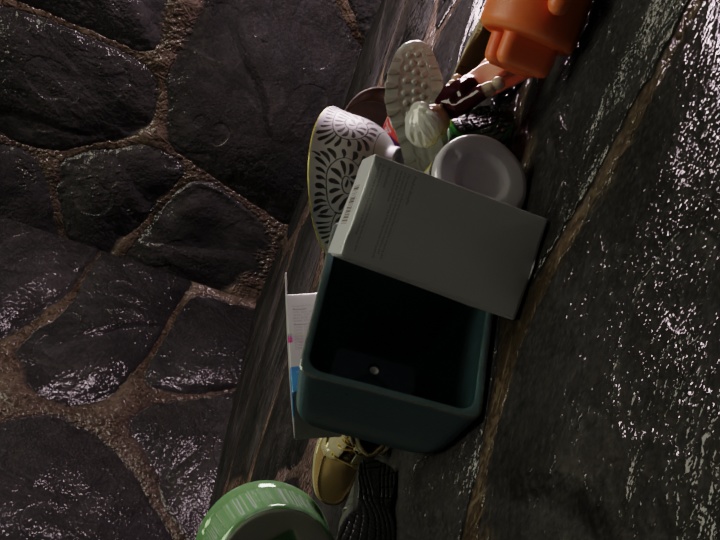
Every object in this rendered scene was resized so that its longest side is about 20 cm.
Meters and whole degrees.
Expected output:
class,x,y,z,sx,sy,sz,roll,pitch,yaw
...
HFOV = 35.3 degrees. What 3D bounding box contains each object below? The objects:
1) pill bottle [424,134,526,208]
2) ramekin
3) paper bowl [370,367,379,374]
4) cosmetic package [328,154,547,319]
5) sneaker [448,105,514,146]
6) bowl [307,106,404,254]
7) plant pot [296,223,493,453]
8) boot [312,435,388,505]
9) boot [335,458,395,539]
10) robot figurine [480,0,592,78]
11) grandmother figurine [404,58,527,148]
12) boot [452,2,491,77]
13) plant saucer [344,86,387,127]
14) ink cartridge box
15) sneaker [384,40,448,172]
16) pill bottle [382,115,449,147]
class,x,y,z,sx,sy,sz,roll,pitch,yaw
pill bottle,0.108,-0.068,1.340,0.200,0.113,0.115,129,158,-65
ramekin,-0.125,0.400,1.560,0.098,0.198,0.202,-166,95,-73
paper bowl,0.033,0.050,1.502,0.200,0.103,0.203,-169,90,-74
cosmetic package,0.081,-0.034,1.175,0.081,0.198,0.114,-171,102,-79
sneaker,0.152,-0.159,1.421,0.200,0.077,0.086,-93,-4,-79
bowl,0.009,-0.113,1.465,0.200,0.093,0.203,0,-90,-70
plant pot,0.028,0.100,1.285,0.201,0.194,0.197,111,173,-56
boot,-0.008,0.243,1.555,0.155,0.072,0.202,-153,84,-79
boot,-0.004,0.340,1.390,0.201,0.067,0.132,-72,1,-57
robot figurine,0.204,-0.319,1.261,0.144,0.116,0.202,6,-75,-67
grandmother figurine,0.135,-0.215,1.351,0.199,0.061,0.121,-38,10,-13
boot,0.182,-0.306,1.506,0.201,0.072,0.155,-60,-1,0
plant saucer,0.030,-0.186,1.782,0.034,0.199,0.202,-4,64,48
ink cartridge box,-0.065,0.110,1.523,0.116,0.067,0.201,92,173,-51
sneaker,0.077,-0.192,1.448,0.080,0.076,0.202,-43,-52,-77
pill bottle,0.063,-0.138,1.592,0.113,0.111,0.201,-83,15,-51
